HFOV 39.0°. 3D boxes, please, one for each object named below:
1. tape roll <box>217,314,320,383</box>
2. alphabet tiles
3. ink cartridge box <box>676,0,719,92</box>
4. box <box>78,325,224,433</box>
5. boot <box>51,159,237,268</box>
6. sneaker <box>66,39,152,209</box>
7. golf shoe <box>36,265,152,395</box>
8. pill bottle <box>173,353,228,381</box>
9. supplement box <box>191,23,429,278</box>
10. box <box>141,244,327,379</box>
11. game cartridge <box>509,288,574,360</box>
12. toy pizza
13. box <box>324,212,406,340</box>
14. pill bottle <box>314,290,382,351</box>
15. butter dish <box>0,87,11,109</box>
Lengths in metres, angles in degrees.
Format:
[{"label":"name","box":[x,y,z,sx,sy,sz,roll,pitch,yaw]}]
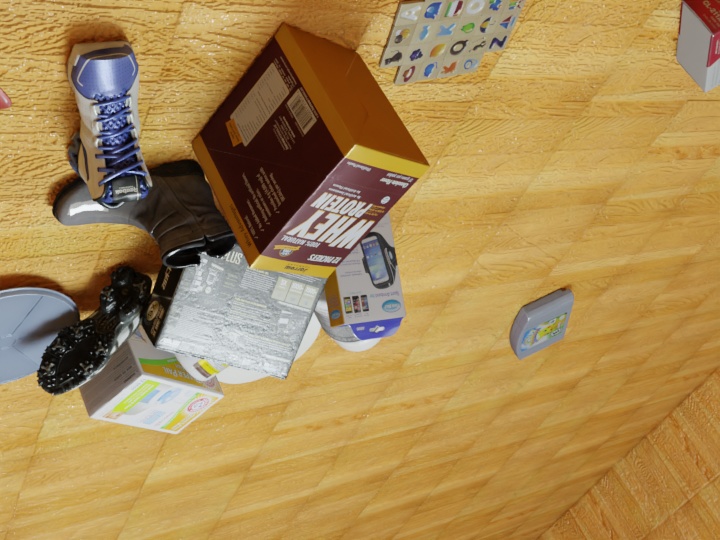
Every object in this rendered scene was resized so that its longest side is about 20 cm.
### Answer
[{"label":"tape roll","box":[-0.161,0.112,1.655,0.201,0.037,0.203,-24,151,-14]},{"label":"alphabet tiles","box":[0.120,-0.309,1.291,0.198,0.006,0.167,-14,148,-28]},{"label":"ink cartridge box","box":[0.585,-0.383,1.529,0.199,0.083,0.146,-30,151,-1]},{"label":"box","box":[-0.315,0.163,1.521,0.112,0.102,0.200,-38,151,14]},{"label":"boot","box":[-0.252,-0.059,1.203,0.198,0.132,0.070,-16,149,-24]},{"label":"sneaker","box":[-0.260,-0.139,1.086,0.080,0.116,0.200,-15,146,-27]},{"label":"golf shoe","box":[-0.345,0.092,1.359,0.200,0.078,0.095,-50,168,-17]},{"label":"pill bottle","box":[-0.180,0.066,1.489,0.199,0.110,0.109,-33,151,4]},{"label":"supplement box","box":[-0.064,-0.134,1.193,0.132,0.198,0.200,8,134,-48]},{"label":"box","box":[-0.168,0.037,1.359,0.199,0.086,0.165,17,102,-29]},{"label":"game cartridge","box":[0.385,0.120,2.181,0.132,0.041,0.201,-21,150,-9]},{"label":"toy pizza","box":[-0.467,0.082,1.328,0.199,0.032,0.201,-23,149,-14]},{"label":"box","box":[0.000,0.000,1.473,0.118,0.202,0.041,-4,174,-38]},{"label":"pill bottle","box":[-0.021,0.047,1.603,0.113,0.114,0.200,-28,151,-4]},{"label":"butter dish","box":[-0.388,-0.230,0.809,0.197,0.149,0.200,6,161,20]}]
